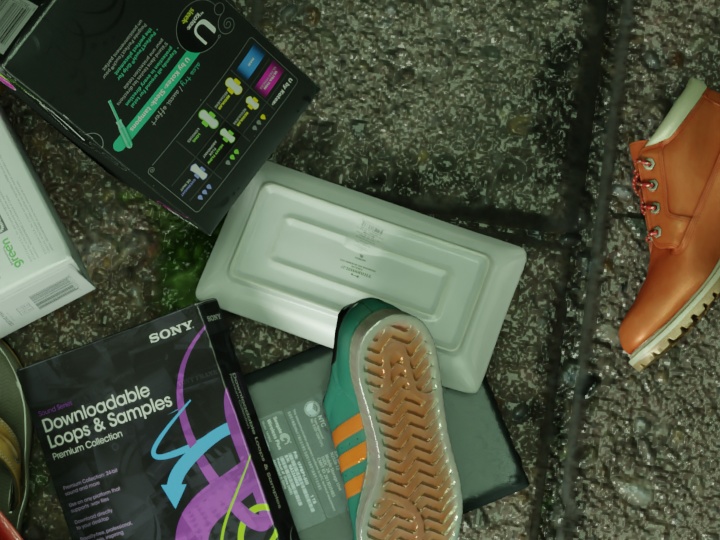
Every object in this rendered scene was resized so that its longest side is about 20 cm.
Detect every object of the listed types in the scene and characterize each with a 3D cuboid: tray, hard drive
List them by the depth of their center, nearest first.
[{"bbox_3d":[0.000,0.000,1.450,0.200,0.022,0.107,19,74,9],"label":"tray"},{"bbox_3d":[-0.006,0.116,1.458,0.200,0.033,0.140,-22,87,-3],"label":"hard drive"}]

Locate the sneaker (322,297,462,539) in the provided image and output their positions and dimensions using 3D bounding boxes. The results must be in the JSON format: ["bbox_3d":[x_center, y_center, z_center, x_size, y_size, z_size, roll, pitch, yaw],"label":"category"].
[{"bbox_3d":[0.018,0.113,1.415,0.071,0.080,0.200,-8,106,-18],"label":"sneaker"}]

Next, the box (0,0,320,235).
[{"bbox_3d":[-0.153,-0.140,1.370,0.124,0.149,0.200,-53,133,-4],"label":"box"}]

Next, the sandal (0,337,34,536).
[{"bbox_3d":[-0.257,0.129,1.436,0.082,0.055,0.200,1,82,-2],"label":"sandal"}]

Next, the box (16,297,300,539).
[{"bbox_3d":[-0.128,0.134,1.428,0.143,0.036,0.200,-21,85,19],"label":"box"}]

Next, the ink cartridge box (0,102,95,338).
[{"bbox_3d":[-0.297,-0.041,1.418,0.175,0.084,0.200,-28,76,-3],"label":"ink cartridge box"}]

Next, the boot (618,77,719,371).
[{"bbox_3d":[0.209,-0.032,1.462,0.107,0.075,0.200,32,77,4],"label":"boot"}]

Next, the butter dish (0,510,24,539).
[{"bbox_3d":[-0.303,0.228,1.356,0.200,0.148,0.200,-35,100,15],"label":"butter dish"}]
